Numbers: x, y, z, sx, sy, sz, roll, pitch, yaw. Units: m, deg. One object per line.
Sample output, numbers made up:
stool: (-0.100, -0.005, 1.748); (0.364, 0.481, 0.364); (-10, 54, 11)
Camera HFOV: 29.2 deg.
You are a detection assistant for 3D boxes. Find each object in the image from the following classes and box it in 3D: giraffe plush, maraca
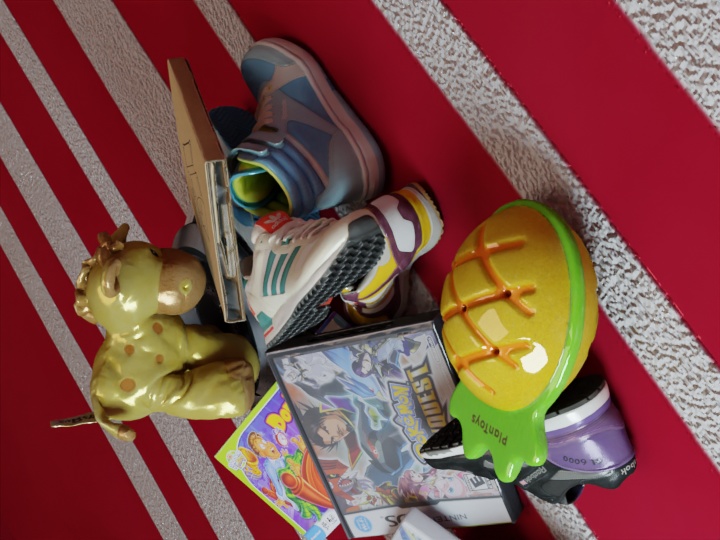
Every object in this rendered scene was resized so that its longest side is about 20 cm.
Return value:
giraffe plush: (-0.193, 0.044, 1.251); (0.172, 0.198, 0.164); (20, 118, 53)
maraca: (0.110, 0.049, 0.998); (0.137, 0.106, 0.203); (29, 113, 58)

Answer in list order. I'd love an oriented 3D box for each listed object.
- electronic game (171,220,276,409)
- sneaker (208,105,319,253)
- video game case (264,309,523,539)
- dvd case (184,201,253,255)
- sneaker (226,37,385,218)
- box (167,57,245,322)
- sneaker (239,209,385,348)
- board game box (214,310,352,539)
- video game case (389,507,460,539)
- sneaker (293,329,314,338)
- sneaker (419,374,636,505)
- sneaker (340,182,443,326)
electronic game: (-0.132, 0.046, 1.376); (0.199, 0.041, 0.202); (36, 139, 40)
sneaker: (-0.102, -0.064, 1.343); (0.201, 0.076, 0.081); (62, 140, 29)
video game case: (0.028, 0.141, 1.212); (0.179, 0.026, 0.202); (-12, 110, 33)
dvd case: (-0.122, -0.013, 1.431); (0.200, 0.025, 0.152); (41, 122, 40)
sneaker: (-0.081, -0.123, 1.211); (0.200, 0.130, 0.080); (49, 149, 32)
box: (-0.137, -0.074, 1.229); (0.201, 0.021, 0.165); (-117, 19, -53)
sneaker: (-0.052, -0.013, 1.117); (0.094, 0.070, 0.200); (58, 149, 11)
board game box: (-0.033, 0.152, 1.296); (0.134, 0.045, 0.200); (40, 126, 1)
video game case: (0.101, 0.315, 1.249); (0.199, 0.022, 0.183); (35, 145, 9)
sneaker: (-0.063, 0.126, 1.408); (0.200, 0.089, 0.079); (41, 145, 40)
sneaker: (0.127, 0.150, 1.079); (0.199, 0.076, 0.088); (-20, 102, 50)
sneaker: (0.000, 0.000, 1.201); (0.075, 0.089, 0.201); (54, 150, 22)
